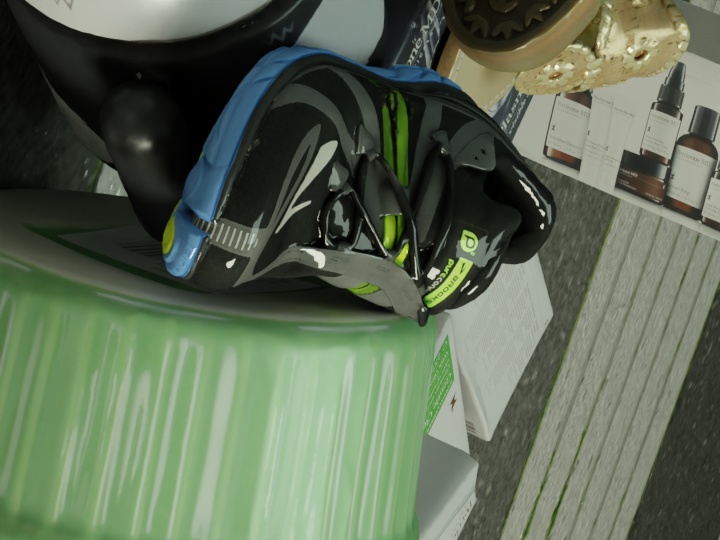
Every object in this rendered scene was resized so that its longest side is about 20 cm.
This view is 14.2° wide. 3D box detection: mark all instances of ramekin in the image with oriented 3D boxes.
[{"bbox_3d":[-0.068,0.040,0.990,0.200,0.199,0.098,-15,119,-67],"label":"ramekin"}]

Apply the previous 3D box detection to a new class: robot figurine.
[{"bbox_3d":[-0.054,-0.102,0.959,0.124,0.151,0.200,-32,155,-7],"label":"robot figurine"}]

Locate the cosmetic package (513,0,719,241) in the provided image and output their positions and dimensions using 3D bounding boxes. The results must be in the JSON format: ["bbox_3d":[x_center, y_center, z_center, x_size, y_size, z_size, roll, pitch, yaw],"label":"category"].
[{"bbox_3d":[0.095,-0.090,1.283,0.051,0.199,0.083,-38,147,-54],"label":"cosmetic package"}]

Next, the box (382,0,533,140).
[{"bbox_3d":[0.018,-0.131,1.169,0.201,0.104,0.182,-65,161,-8],"label":"box"}]

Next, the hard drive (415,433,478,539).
[{"bbox_3d":[-0.053,0.122,1.223,0.200,0.131,0.026,-50,156,-42],"label":"hard drive"}]

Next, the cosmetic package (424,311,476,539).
[{"bbox_3d":[-0.006,0.096,1.405,0.108,0.084,0.200,-62,160,-23],"label":"cosmetic package"}]

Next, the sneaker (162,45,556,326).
[{"bbox_3d":[0.006,-0.024,0.925,0.199,0.083,0.071,-9,132,-61],"label":"sneaker"}]

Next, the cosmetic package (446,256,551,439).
[{"bbox_3d":[0.052,0.012,1.498,0.083,0.050,0.200,-60,161,-16],"label":"cosmetic package"}]

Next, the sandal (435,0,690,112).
[{"bbox_3d":[0.105,-0.111,1.159,0.212,0.069,0.078,-47,153,-48],"label":"sandal"}]

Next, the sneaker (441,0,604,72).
[{"bbox_3d":[0.098,-0.153,1.094,0.201,0.067,0.090,-66,155,-13],"label":"sneaker"}]
